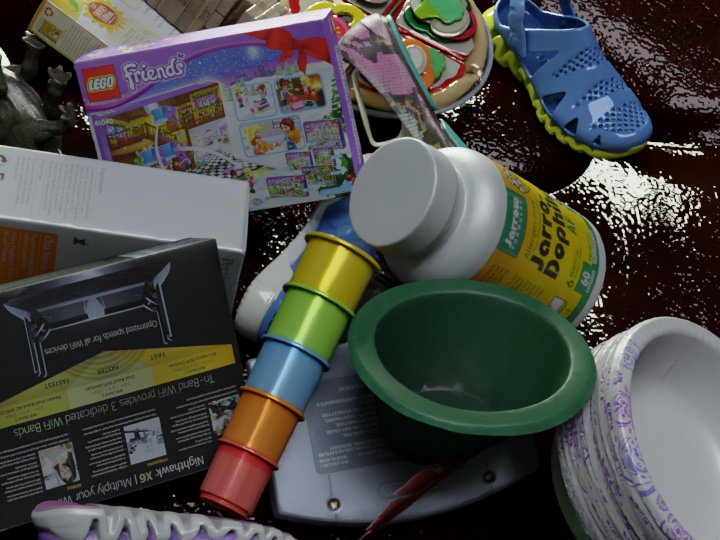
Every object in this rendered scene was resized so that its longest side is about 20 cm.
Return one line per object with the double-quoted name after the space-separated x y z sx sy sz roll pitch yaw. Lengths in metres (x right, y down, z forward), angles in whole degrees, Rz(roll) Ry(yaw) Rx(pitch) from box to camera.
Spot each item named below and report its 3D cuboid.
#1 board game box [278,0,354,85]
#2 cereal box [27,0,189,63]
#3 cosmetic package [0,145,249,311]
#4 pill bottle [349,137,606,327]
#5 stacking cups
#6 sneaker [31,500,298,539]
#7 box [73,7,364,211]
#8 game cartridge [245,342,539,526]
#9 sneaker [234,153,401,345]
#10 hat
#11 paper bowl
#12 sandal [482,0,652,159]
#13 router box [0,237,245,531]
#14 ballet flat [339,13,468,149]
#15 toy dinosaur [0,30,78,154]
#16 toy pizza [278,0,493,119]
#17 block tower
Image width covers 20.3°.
-0.036 -0.232 1.755 0.104 0.024 0.201 -15 57 -27 "board game box"
-0.152 -0.171 1.607 0.200 0.040 0.144 37 31 -3 "cereal box"
-0.188 -0.023 1.494 0.198 0.102 0.072 7 51 -7 "cosmetic package"
0.086 -0.025 1.498 0.199 0.113 0.113 27 36 -44 "pill bottle"
-0.057 0.072 1.390 0.060 0.061 0.201 26 76 8 "stacking cups"
-0.128 0.205 1.345 0.199 0.080 0.089 8 81 -28 "sneaker"
-0.105 -0.112 1.518 0.198 0.138 0.039 -8 19 12 "box"
0.024 0.114 1.444 0.198 0.040 0.134 -8 76 -14 "game cartridge"
0.000 0.001 1.537 0.111 0.077 0.200 29 50 11 "sneaker"
0.053 0.124 1.415 0.198 0.177 0.166 -2 37 -16 "hat"
0.215 0.143 1.430 0.200 0.104 0.202 24 50 -33 "paper bowl"
0.178 -0.179 1.724 0.079 0.087 0.200 -27 64 -33 "sandal"
-0.181 0.075 1.390 0.199 0.052 0.159 -14 97 -25 "router box"
0.045 -0.112 1.635 0.071 0.069 0.201 -33 93 7 "ballet flat"
-0.264 -0.117 1.563 0.200 0.103 0.077 38 42 6 "toy dinosaur"
0.020 -0.210 1.716 0.199 0.032 0.201 8 50 -9 "toy pizza"
-0.103 -0.202 1.608 0.200 0.054 0.058 40 29 1 "block tower"
